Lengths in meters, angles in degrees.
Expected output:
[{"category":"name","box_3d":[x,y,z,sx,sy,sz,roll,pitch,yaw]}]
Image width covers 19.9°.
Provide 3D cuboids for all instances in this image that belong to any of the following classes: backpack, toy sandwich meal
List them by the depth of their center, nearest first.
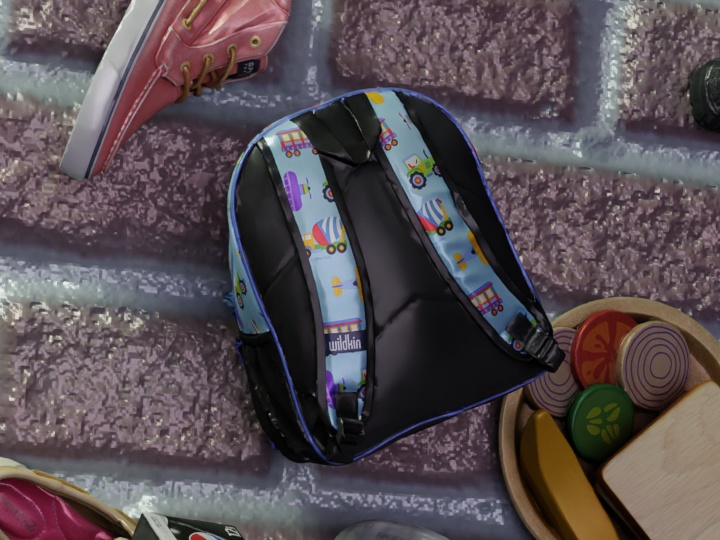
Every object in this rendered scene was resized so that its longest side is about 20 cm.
[{"category":"backpack","box_3d":[0.000,0.000,1.235,0.182,0.134,0.201,-23,92,-19]},{"category":"toy sandwich meal","box_3d":[0.184,0.114,1.319,0.204,0.070,0.206,2,83,-18]}]

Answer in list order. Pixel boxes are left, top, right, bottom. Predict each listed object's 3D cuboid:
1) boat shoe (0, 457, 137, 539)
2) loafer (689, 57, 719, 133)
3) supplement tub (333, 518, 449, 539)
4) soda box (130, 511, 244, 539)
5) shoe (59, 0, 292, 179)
[{"category":"boat shoe","box_3d":[-0.149,0.178,1.200,0.200,0.069,0.074,33,75,-12]},{"category":"loafer","box_3d":[0.321,-0.118,1.390,0.200,0.070,0.068,0,85,-19]},{"category":"supplement tub","box_3d":[-0.004,0.252,1.182,0.122,0.122,0.200,41,51,-10]},{"category":"soda box","box_3d":[-0.119,0.241,1.157,0.063,0.071,0.201,14,106,-32]},{"category":"shoe","box_3d":[-0.104,-0.131,1.248,0.091,0.071,0.201,27,72,-8]}]
